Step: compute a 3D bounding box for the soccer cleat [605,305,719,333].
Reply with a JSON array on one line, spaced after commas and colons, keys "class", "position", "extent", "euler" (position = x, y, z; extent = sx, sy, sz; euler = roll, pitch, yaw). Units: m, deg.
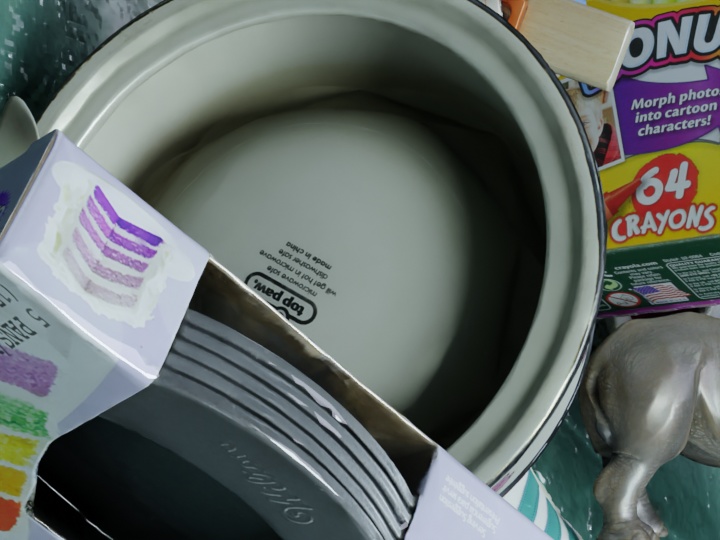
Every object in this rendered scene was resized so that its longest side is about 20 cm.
[{"class": "soccer cleat", "position": [0.147, -0.054, 1.252], "extent": [0.086, 0.070, 0.200], "euler": [-15, 117, -74]}]

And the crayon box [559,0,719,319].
[{"class": "crayon box", "position": [0.142, -0.074, 1.179], "extent": [0.058, 0.200, 0.173], "euler": [41, 50, -47]}]

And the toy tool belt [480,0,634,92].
[{"class": "toy tool belt", "position": [0.050, -0.154, 1.129], "extent": [0.125, 0.123, 0.200], "euler": [23, 63, -53]}]

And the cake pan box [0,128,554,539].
[{"class": "cake pan box", "position": [-0.069, 0.066, 0.784], "extent": [0.184, 0.200, 0.052], "euler": [40, 48, -22]}]

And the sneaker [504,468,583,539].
[{"class": "sneaker", "position": [0.052, 0.088, 1.123], "extent": [0.200, 0.070, 0.094], "euler": [21, 72, -50]}]

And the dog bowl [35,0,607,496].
[{"class": "dog bowl", "position": [-0.015, 0.007, 0.941], "extent": [0.074, 0.200, 0.200], "euler": [53, 38, -66]}]

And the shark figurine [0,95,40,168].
[{"class": "shark figurine", "position": [-0.128, -0.023, 0.895], "extent": [0.090, 0.128, 0.215], "euler": [68, 7, -66]}]

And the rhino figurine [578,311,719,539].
[{"class": "rhino figurine", "position": [0.170, 0.055, 1.160], "extent": [0.200, 0.060, 0.088], "euler": [-5, 89, -26]}]
